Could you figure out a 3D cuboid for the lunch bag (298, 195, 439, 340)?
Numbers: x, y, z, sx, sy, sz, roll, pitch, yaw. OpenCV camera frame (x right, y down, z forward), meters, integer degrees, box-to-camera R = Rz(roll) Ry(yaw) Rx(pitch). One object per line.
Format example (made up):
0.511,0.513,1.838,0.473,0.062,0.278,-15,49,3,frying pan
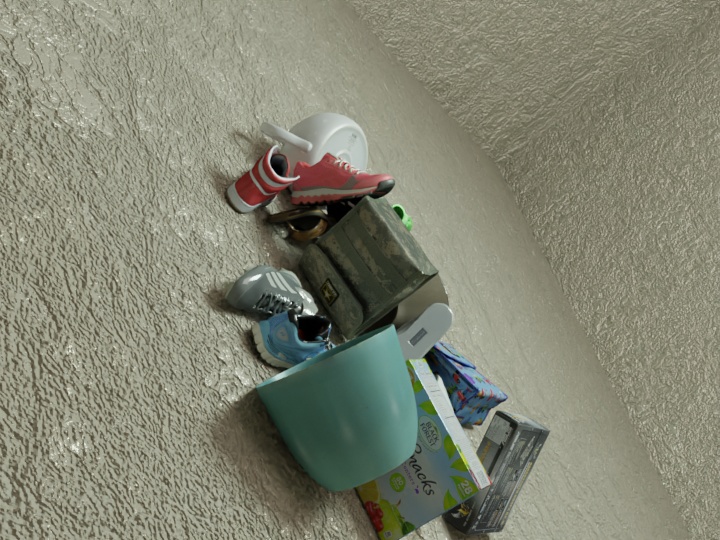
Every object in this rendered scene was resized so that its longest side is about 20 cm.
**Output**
0.000,0.000,1.365,0.165,0.199,0.117,54,20,12,lunch bag

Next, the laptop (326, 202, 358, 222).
0.028,-0.101,1.535,0.176,0.103,0.202,34,-33,32,laptop

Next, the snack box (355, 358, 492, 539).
0.063,0.253,1.147,0.202,0.168,0.067,61,20,17,snack box

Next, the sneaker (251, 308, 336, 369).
-0.066,0.113,1.188,0.199,0.089,0.079,32,29,-49,sneaker

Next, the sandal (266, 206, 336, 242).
-0.098,-0.077,1.470,0.200,0.080,0.056,18,62,-70,sandal

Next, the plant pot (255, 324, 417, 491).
-0.016,0.185,1.056,0.163,0.198,0.200,66,20,1,plant pot

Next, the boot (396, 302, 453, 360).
0.079,0.139,1.417,0.074,0.199,0.096,52,-15,10,boot

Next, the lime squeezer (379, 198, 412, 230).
0.061,-0.105,1.528,0.070,0.038,0.200,36,-6,28,lime squeezer

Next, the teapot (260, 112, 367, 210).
-0.091,-0.223,1.589,0.145,0.203,0.197,25,45,32,teapot

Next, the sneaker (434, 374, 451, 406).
0.137,0.260,1.457,0.081,0.070,0.200,55,19,-8,sneaker

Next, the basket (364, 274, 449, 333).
0.065,0.057,1.529,0.199,0.135,0.183,-3,66,-63,basket

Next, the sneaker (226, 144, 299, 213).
-0.150,-0.166,1.404,0.072,0.112,0.200,51,20,-8,sneaker

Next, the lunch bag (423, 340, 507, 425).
0.182,0.207,1.651,0.150,0.094,0.201,22,26,-55,lunch bag

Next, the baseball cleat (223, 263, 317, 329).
-0.119,0.042,1.192,0.106,0.070,0.199,43,17,13,baseball cleat

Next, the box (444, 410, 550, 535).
0.234,0.341,1.369,0.048,0.203,0.158,27,3,34,box

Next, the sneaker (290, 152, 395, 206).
-0.037,-0.159,1.375,0.073,0.197,0.089,-6,92,-63,sneaker
